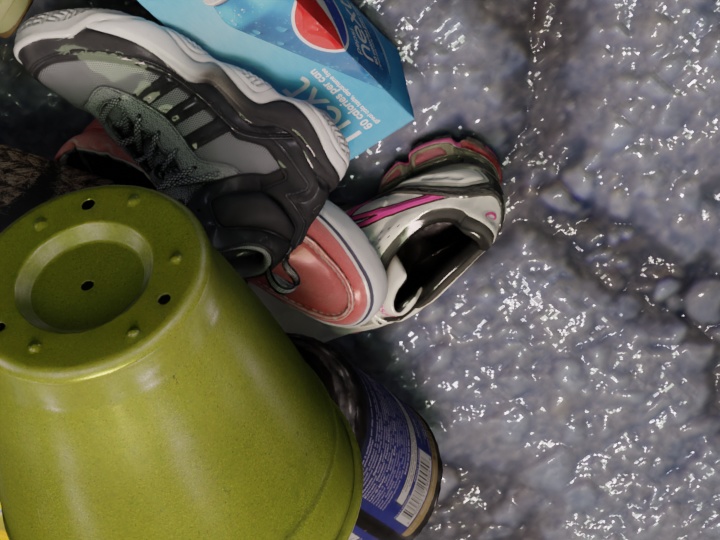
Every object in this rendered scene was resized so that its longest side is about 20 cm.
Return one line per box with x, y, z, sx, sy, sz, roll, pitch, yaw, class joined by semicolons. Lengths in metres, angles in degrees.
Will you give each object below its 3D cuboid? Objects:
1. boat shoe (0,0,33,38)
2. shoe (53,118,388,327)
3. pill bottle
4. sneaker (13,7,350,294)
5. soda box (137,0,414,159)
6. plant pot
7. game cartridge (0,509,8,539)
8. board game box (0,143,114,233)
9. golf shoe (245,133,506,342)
-0.184;-0.217;1.491;0.062;0.073;0.200;21;121;-16;boat shoe
-0.082;-0.023;1.560;0.200;0.091;0.072;38;125;7;shoe
-0.034;0.103;1.620;0.111;0.112;0.200;-23;154;14;pill bottle
-0.105;-0.061;1.474;0.199;0.114;0.075;24;152;-16;sneaker
-0.054;-0.142;1.513;0.068;0.064;0.200;-31;135;18;soda box
-0.115;0.064;1.408;0.199;0.201;0.193;-11;137;7;plant pot
-0.208;0.133;1.739;0.176;0.032;0.201;16;119;-10;game cartridge
-0.262;-0.006;1.507;0.199;0.159;0.097;18;122;17;board game box
0.000;0.000;1.618;0.200;0.092;0.073;-36;118;23;golf shoe
